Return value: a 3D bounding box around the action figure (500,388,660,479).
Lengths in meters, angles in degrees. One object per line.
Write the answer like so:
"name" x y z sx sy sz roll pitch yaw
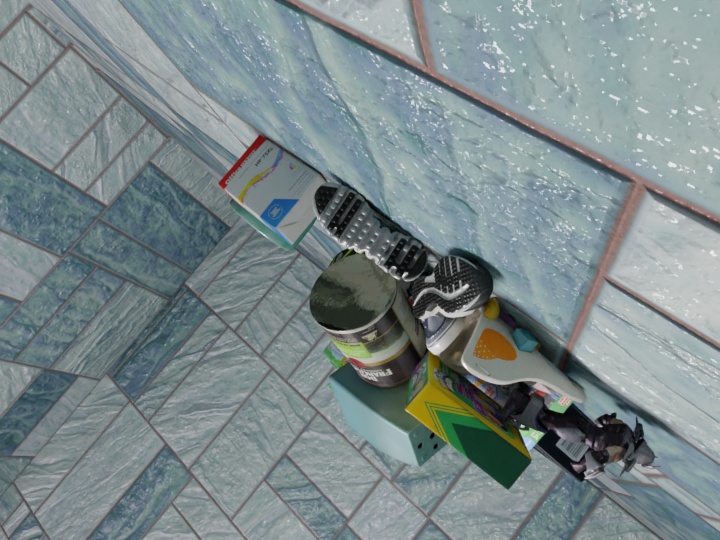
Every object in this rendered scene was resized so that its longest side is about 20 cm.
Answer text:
"action figure" 0.298 0.220 0.732 0.200 0.070 0.130 18 -166 29

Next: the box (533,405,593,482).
"box" 0.384 0.319 1.126 0.148 0.107 0.200 41 174 -18

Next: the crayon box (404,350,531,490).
"crayon box" 0.154 0.212 0.809 0.172 0.058 0.200 37 -173 4

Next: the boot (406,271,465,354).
"boot" 0.110 0.062 0.858 0.090 0.073 0.200 43 -167 -2

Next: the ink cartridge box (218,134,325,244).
"ink cartridge box" -0.158 -0.149 0.923 0.200 0.116 0.067 36 174 29

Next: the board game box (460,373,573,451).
"board game box" 0.240 0.192 0.911 0.200 0.151 0.037 38 -145 21

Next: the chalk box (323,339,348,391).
"chalk box" 0.016 0.183 1.133 0.125 0.200 0.124 39 176 -36

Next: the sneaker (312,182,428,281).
"sneaker" 0.012 -0.055 0.811 0.200 0.075 0.081 40 -176 4

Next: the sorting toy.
"sorting toy" 0.226 0.133 0.777 0.180 0.107 0.200 32 174 4

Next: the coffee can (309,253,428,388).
"coffee can" 0.020 0.088 0.908 0.146 0.146 0.200 35 164 41

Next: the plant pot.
"plant pot" 0.068 0.249 0.987 0.200 0.141 0.142 27 143 50

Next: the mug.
"mug" -0.168 -0.138 1.044 0.185 0.114 0.152 41 -175 17

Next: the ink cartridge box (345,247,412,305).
"ink cartridge box" 0.054 0.028 1.101 0.200 0.084 0.145 38 175 10

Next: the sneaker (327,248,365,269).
"sneaker" 0.000 0.000 0.967 0.076 0.076 0.200 37 148 -22

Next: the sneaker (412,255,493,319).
"sneaker" 0.132 0.024 0.714 0.080 0.074 0.200 2 172 -12
